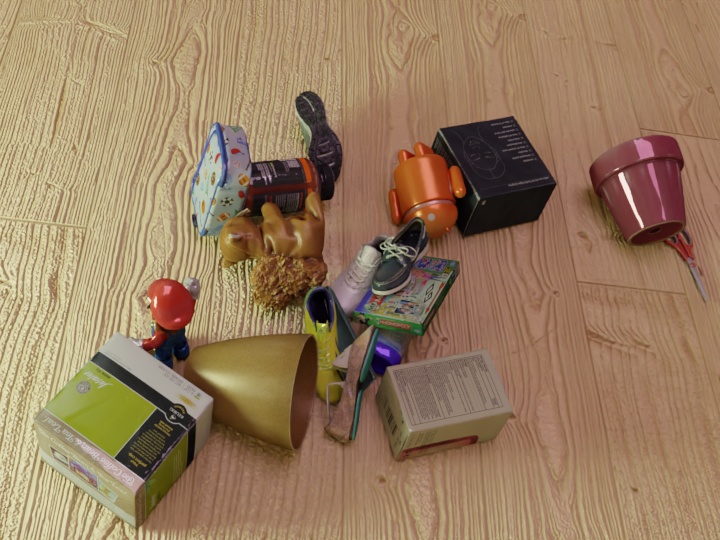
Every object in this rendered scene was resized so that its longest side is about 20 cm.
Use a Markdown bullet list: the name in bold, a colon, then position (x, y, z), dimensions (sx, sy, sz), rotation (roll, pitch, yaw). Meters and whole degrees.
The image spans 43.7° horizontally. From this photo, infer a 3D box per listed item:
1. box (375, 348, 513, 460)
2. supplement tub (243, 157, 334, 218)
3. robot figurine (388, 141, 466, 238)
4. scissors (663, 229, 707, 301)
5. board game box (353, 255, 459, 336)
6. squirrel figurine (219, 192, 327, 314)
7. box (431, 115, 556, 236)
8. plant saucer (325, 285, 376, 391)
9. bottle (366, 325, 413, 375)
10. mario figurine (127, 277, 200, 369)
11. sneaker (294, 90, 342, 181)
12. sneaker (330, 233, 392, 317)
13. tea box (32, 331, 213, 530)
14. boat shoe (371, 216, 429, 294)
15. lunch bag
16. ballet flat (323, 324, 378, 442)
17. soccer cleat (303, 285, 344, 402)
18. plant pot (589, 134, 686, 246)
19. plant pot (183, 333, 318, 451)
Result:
- **box**: position (0.140, 0.230, 1.544), dimensions (0.195, 0.110, 0.130), rotation (-7, 55, -19)
- **supplement tub**: position (-0.152, -0.164, 1.767), dimensions (0.196, 0.108, 0.109), rotation (-7, 55, -22)
- **robot figurine**: position (0.133, -0.153, 1.808), dimensions (0.140, 0.117, 0.205), rotation (-9, 74, -11)
- **scissors**: position (0.715, -0.022, 1.934), dimensions (0.072, 0.014, 0.202), rotation (-11, 56, -23)
- **board game box**: position (0.087, 0.038, 1.632), dimensions (0.132, 0.030, 0.201), rotation (10, 37, 22)
- **squirrel figurine**: position (-0.161, -0.030, 1.639), dimensions (0.182, 0.142, 0.204), rotation (-1, 61, -24)
- **box**: position (0.270, -0.201, 1.888), dimensions (0.196, 0.125, 0.199), rotation (-12, 56, -23)
- **plant saucer**: position (-0.031, 0.128, 1.605), dimensions (0.019, 0.070, 0.202), rotation (-1, 53, -44)
- **bottle**: position (0.064, 0.096, 1.652), dimensions (0.082, 0.066, 0.202), rotation (22, 51, 10)
- **mario figurine**: position (-0.325, 0.077, 1.485), dimensions (0.103, 0.202, 0.125), rotation (12, 51, -5)
- **sneaker**: position (-0.084, -0.274, 1.891), dimensions (0.072, 0.080, 0.204), rotation (-15, 75, -4)
- **sneaker**: position (0.000, 0.000, 1.687), dimensions (0.077, 0.100, 0.201), rotation (27, 52, 9)
- **tea box**: position (-0.363, 0.246, 1.392), dimensions (0.198, 0.135, 0.197), rotation (32, 52, 11)
- **boat shoe**: position (0.074, -0.028, 1.649), dimensions (0.073, 0.063, 0.200), rotation (13, 39, 28)
- **lunch bag**: position (-0.267, -0.168, 1.691), dimensions (0.074, 0.201, 0.163), rotation (3, 50, -28)
- **ballet flat**: position (-0.021, 0.186, 1.517), dimensions (0.066, 0.068, 0.205), rotation (12, 85, 9)
- **soccer cleat**: position (-0.066, 0.126, 1.563), dimensions (0.063, 0.084, 0.205), rotation (-6, 75, -9)
- **plant pot**: position (0.605, -0.160, 1.913), dimensions (0.195, 0.200, 0.183), rotation (-6, 70, -18)
- **plant pot**: position (-0.184, 0.185, 1.469), dimensions (0.195, 0.189, 0.189), rotation (7, 51, 8)
